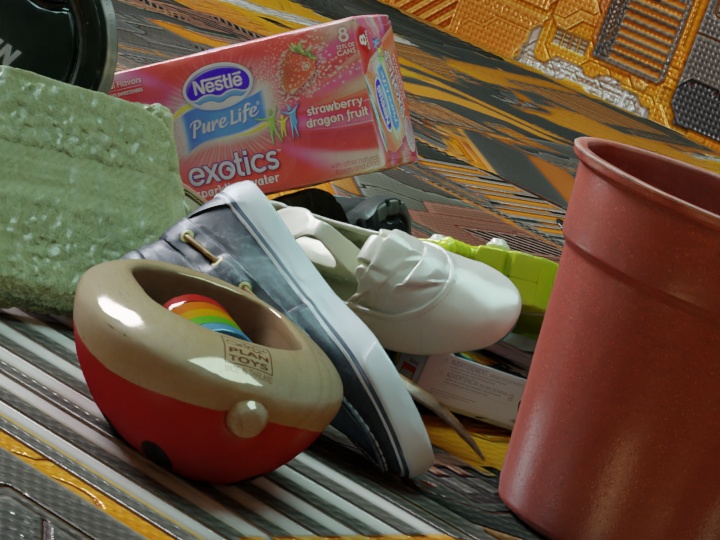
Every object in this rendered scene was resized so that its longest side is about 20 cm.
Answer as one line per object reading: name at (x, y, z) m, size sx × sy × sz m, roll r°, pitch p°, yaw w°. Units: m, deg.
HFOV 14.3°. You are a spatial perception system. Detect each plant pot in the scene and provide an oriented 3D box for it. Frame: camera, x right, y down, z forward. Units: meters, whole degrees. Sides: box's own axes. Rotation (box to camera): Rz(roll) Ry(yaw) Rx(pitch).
plant pot at (0.173, 0.056, 1.540) m, size 0.200 × 0.196 × 0.201 m, roll 20°, pitch 10°, yaw -4°

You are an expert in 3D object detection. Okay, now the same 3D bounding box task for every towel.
towel at (-0.172, -0.040, 1.597) m, size 0.199 × 0.149 × 0.036 m, roll 10°, pitch -31°, yaw -42°

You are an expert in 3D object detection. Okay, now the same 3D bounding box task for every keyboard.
keyboard at (0.089, 0.047, 1.759) m, size 0.199 × 0.011 × 0.056 m, roll 25°, pitch 4°, yaw -43°

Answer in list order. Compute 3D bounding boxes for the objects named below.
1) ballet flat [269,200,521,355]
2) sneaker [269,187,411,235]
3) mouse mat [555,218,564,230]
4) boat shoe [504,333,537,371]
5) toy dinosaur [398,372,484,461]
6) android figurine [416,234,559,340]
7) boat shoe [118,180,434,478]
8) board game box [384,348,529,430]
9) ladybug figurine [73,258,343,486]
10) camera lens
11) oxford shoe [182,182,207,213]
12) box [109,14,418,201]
ballet flat at (0.000, 0.000, 1.655) m, size 0.199 × 0.070 × 0.069 m, roll 15°, pitch 5°, yaw 39°
sneaker at (-0.037, -0.017, 1.925) m, size 0.079 × 0.076 × 0.200 m, roll 3°, pitch 0°, yaw 26°
mouse mat at (0.216, 0.051, 1.920) m, size 0.200 × 0.008 × 0.161 m, roll 35°, pitch 17°, yaw -40°
boat shoe at (0.101, 0.030, 1.901) m, size 0.199 × 0.067 × 0.074 m, roll 14°, pitch 11°, yaw -31°
toy dinosaur at (-0.023, 0.039, 1.632) m, size 0.199 × 0.061 × 0.106 m, roll 28°, pitch 11°, yaw 35°
android figurine at (0.089, 0.011, 1.759) m, size 0.181 × 0.041 × 0.200 m, roll 5°, pitch -11°, yaw 41°
boat shoe at (-0.047, 0.049, 1.535) m, size 0.201 × 0.091 × 0.071 m, roll 52°, pitch -15°, yaw 27°
board game box at (0.015, 0.037, 1.753) m, size 0.126 × 0.035 × 0.200 m, roll 20°, pitch 8°, yaw -46°
ladybug figurine at (-0.080, 0.052, 1.409) m, size 0.135 × 0.072 × 0.200 m, roll 18°, pitch 10°, yaw -16°
camera lens at (-0.232, -0.129, 1.737) m, size 0.159 × 0.161 × 0.200 m, roll 19°, pitch -5°, yaw -9°
oxford shoe at (-0.147, -0.014, 1.698) m, size 0.199 × 0.071 × 0.074 m, roll 3°, pitch 41°, yaw -52°
box at (-0.074, -0.098, 1.880) m, size 0.199 × 0.103 × 0.095 m, roll -11°, pitch 1°, yaw 16°
